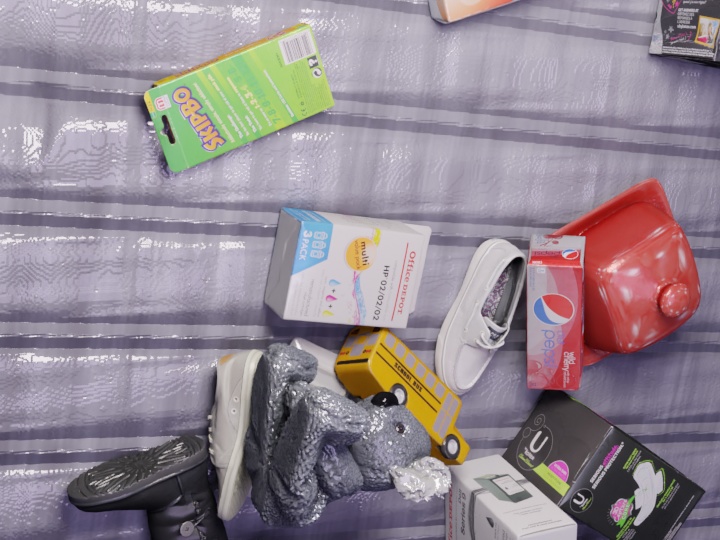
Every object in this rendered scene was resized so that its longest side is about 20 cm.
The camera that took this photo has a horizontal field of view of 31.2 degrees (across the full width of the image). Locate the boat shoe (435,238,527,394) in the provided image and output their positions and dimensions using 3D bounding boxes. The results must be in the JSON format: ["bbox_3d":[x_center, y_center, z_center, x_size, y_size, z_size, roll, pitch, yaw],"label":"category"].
[{"bbox_3d":[0.153,0.063,1.577,0.072,0.068,0.201,22,95,-29],"label":"boat shoe"}]

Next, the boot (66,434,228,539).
[{"bbox_3d":[-0.233,0.306,1.473,0.164,0.066,0.201,-17,117,-19],"label":"boot"}]

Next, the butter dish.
[{"bbox_3d":[0.353,0.018,1.615,0.199,0.148,0.201,-29,116,-14],"label":"butter dish"}]

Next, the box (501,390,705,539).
[{"bbox_3d":[0.312,0.264,1.670,0.200,0.148,0.125,35,91,-30],"label":"box"}]

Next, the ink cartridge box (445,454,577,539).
[{"bbox_3d":[0.181,0.339,1.602,0.084,0.200,0.147,-8,109,-20],"label":"ink cartridge box"}]

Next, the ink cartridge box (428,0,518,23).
[{"bbox_3d":[0.140,-0.396,1.440,0.161,0.050,0.201,-21,117,-19],"label":"ink cartridge box"}]

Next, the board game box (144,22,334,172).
[{"bbox_3d":[-0.131,-0.186,1.387,0.199,0.030,0.096,-26,115,-19],"label":"board game box"}]

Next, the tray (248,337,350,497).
[{"bbox_3d":[-0.078,0.187,1.530,0.107,0.022,0.201,26,93,-29],"label":"tray"}]

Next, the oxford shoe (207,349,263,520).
[{"bbox_3d":[-0.146,0.184,1.469,0.057,0.075,0.201,10,100,13],"label":"oxford shoe"}]

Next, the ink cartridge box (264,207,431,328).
[{"bbox_3d":[0.000,0.000,1.483,0.199,0.068,0.116,5,104,-27],"label":"ink cartridge box"}]

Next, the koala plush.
[{"bbox_3d":[-0.010,0.194,1.413,0.199,0.177,0.185,5,107,-28],"label":"koala plush"}]

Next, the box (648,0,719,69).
[{"bbox_3d":[0.477,-0.303,1.585,0.199,0.132,0.115,6,99,-27],"label":"box"}]

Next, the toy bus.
[{"bbox_3d":[0.056,0.155,1.550,0.200,0.065,0.079,45,55,-29],"label":"toy bus"}]

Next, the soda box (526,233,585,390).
[{"bbox_3d":[0.237,0.054,1.573,0.070,0.064,0.201,2,128,11],"label":"soda box"}]
